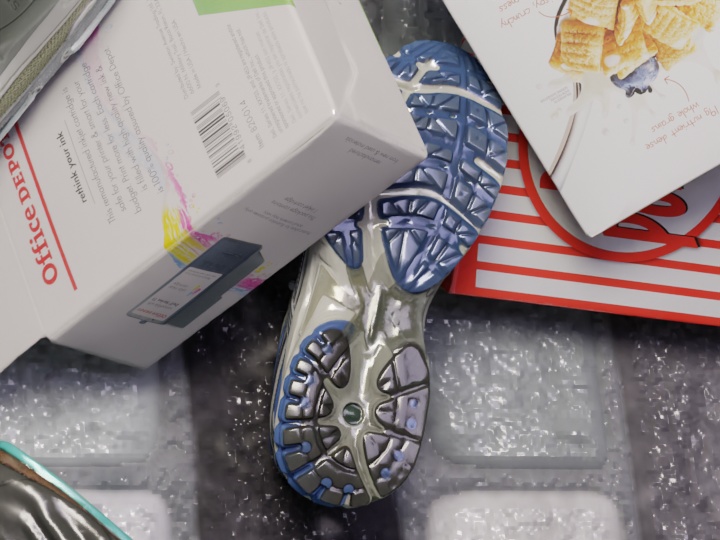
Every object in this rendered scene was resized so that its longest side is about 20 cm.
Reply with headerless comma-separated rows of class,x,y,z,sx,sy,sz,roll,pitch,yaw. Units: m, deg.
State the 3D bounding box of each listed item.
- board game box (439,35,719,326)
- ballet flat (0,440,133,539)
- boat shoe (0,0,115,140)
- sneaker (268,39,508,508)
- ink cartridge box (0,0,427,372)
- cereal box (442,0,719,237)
board game box,0.138,-0.055,1.162,0.198,0.046,0.153,6,97,-14
ballet flat,-0.082,0.144,1.040,0.199,0.068,0.069,29,72,8
boat shoe,-0.157,-0.084,1.058,0.075,0.202,0.065,51,23,19
sneaker,0.000,0.000,1.101,0.077,0.085,0.201,21,78,-12
ink cartridge box,-0.083,-0.043,1.067,0.067,0.199,0.118,20,40,-53
cereal box,0.104,-0.133,1.076,0.143,0.040,0.201,-30,104,14
